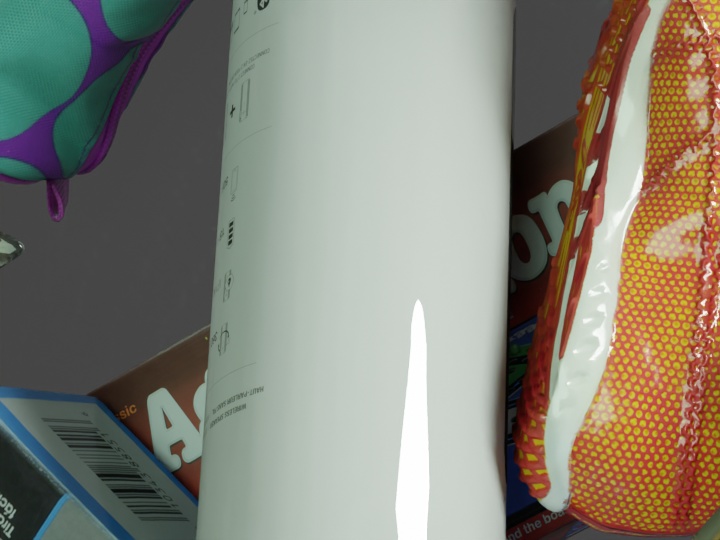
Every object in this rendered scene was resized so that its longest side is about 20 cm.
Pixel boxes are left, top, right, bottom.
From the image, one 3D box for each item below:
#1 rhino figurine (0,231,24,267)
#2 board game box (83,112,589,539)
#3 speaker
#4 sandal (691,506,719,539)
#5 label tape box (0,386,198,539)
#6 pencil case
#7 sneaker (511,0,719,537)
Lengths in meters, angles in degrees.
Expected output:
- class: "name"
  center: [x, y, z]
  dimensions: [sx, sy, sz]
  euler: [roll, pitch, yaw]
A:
- class: "rhino figurine"
  center: [-0.150, 0.027, 0.761]
  dimensions: [0.060, 0.087, 0.200]
  euler: [59, 137, 31]
- class: "board game box"
  center: [0.015, 0.040, 0.773]
  dimensions: [0.200, 0.019, 0.103]
  euler: [-30, 69, 20]
- class: "speaker"
  center: [0.000, 0.000, 0.720]
  dimensions: [0.081, 0.081, 0.201]
  euler: [-11, 60, 25]
- class: "sandal"
  center: [0.135, 0.008, 0.651]
  dimensions: [0.054, 0.080, 0.200]
  euler: [39, 99, 41]
- class: "label tape box"
  center: [-0.098, 0.156, 0.773]
  dimensions: [0.144, 0.063, 0.200]
  euler: [41, 106, 29]
- class: "pencil case"
  center: [-0.055, -0.116, 0.795]
  dimensions: [0.092, 0.085, 0.200]
  euler: [43, 105, -9]
- class: "sneaker"
  center: [0.094, -0.027, 0.711]
  dimensions: [0.077, 0.073, 0.201]
  euler: [14, 82, -5]
